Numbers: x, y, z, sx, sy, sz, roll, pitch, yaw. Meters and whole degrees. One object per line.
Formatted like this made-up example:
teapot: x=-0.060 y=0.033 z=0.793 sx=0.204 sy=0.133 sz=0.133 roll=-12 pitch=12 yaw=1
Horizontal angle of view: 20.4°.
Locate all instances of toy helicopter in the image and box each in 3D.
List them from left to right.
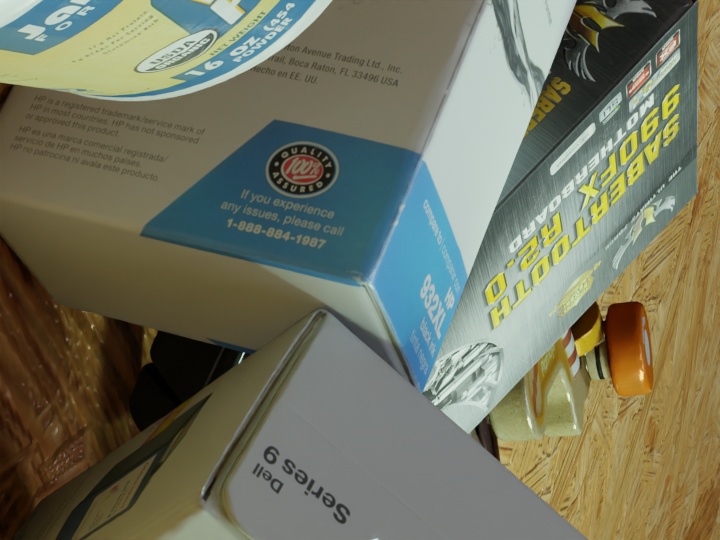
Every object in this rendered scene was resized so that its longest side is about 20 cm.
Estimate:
toy helicopter: x=0.084 y=0.019 z=0.930 sx=0.200 sy=0.079 sz=0.133 roll=-52 pitch=134 yaw=-69

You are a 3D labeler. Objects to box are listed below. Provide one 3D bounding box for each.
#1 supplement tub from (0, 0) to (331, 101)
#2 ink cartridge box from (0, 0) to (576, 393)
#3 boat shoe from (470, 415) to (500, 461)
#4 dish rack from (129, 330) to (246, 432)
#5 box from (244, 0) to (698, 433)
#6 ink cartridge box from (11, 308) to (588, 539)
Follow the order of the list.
supplement tub: x=-0.086 y=-0.115 z=0.450 sx=0.200 sy=0.144 sz=0.145 roll=-5 pitch=109 yaw=-71
ink cartridge box: x=-0.018 y=-0.077 z=0.671 sx=0.200 sy=0.145 sz=0.084 roll=-67 pitch=155 yaw=-22
boat shoe: x=0.040 y=0.131 z=0.864 sx=0.072 sy=0.072 sz=0.200 roll=36 pitch=36 yaw=-39
dish rack: x=0.000 y=0.000 z=0.816 sx=0.200 sy=0.055 sz=0.154 roll=-18 pitch=143 yaw=-49
box: x=0.047 y=-0.009 z=0.760 sx=0.200 sy=0.048 sz=0.158 roll=-45 pitch=157 yaw=-12
ink cartridge box: x=-0.029 y=0.119 z=0.657 sx=0.200 sy=0.145 sz=0.088 roll=-36 pitch=-162 yaw=49
